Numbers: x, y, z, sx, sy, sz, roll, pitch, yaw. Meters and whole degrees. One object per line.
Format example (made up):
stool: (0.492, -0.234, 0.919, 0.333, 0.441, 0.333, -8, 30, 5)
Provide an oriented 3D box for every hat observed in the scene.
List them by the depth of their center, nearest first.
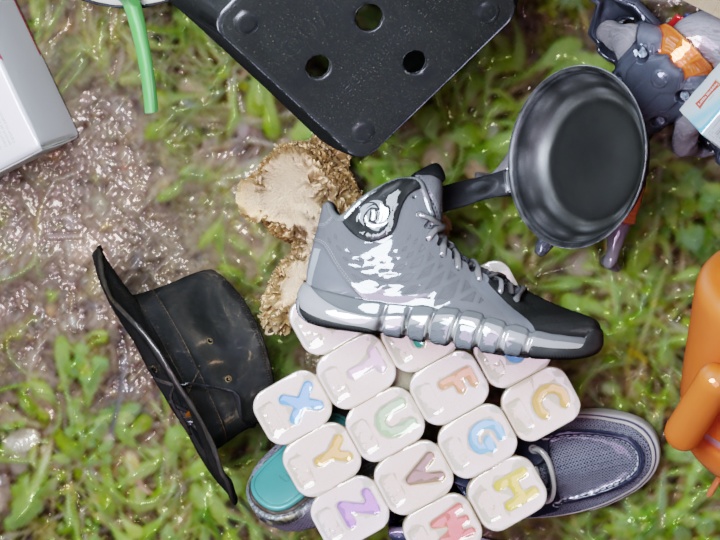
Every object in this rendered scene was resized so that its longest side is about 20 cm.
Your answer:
hat: (-0.107, 0.057, 1.274, 0.081, 0.201, 0.201, -30, 93, -7)

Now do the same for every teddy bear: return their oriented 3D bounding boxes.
teddy bear: (0.000, 0.000, 1.273, 0.199, 0.067, 0.145, 32, 85, 9)

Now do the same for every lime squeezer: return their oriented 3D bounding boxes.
lime squeezer: (-0.178, -0.201, 1.223, 0.071, 0.038, 0.200, -36, 92, 15)

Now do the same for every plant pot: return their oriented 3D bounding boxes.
plant pot: (-0.015, -0.188, 1.149, 0.200, 0.178, 0.199, -42, 120, 12)

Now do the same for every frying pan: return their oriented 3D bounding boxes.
frying pan: (0.118, -0.050, 1.186, 0.190, 0.031, 0.115, -45, 56, 37)

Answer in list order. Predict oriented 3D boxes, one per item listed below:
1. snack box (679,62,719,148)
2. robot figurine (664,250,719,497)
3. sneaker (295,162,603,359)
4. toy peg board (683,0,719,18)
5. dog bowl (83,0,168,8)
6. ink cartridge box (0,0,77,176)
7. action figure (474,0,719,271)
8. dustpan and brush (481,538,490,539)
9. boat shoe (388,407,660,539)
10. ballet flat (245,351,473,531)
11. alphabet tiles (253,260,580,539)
snack box: (0.309, -0.090, 1.164, 0.200, 0.037, 0.116, 31, 108, -30)
robot figurine: (0.265, 0.060, 1.195, 0.116, 0.144, 0.201, 10, 127, 13)
sneaker: (0.063, -0.008, 1.181, 0.199, 0.075, 0.116, 9, 88, 1)
toy peg board: (0.224, -0.271, 1.147, 0.198, 0.098, 0.201, 23, 104, -13)
dog bowl: (-0.150, -0.281, 1.260, 0.199, 0.074, 0.201, 2, 101, 11)
ink cartridge box: (-0.327, -0.115, 1.320, 0.199, 0.083, 0.147, -24, 95, 14)
action figure: (0.197, -0.083, 1.210, 0.200, 0.105, 0.194, 38, 115, 6)
dustpan and brush: (0.100, 0.301, 1.318, 0.139, 0.057, 0.201, 12, 102, 9)
boat shoe: (0.106, 0.148, 1.272, 0.199, 0.093, 0.075, -13, 97, 14)
ballet flat: (0.004, 0.109, 1.295, 0.200, 0.072, 0.072, -41, 90, -13)
alphabet tiles: (0.037, 0.090, 1.225, 0.195, 0.015, 0.201, -28, 90, 0)
